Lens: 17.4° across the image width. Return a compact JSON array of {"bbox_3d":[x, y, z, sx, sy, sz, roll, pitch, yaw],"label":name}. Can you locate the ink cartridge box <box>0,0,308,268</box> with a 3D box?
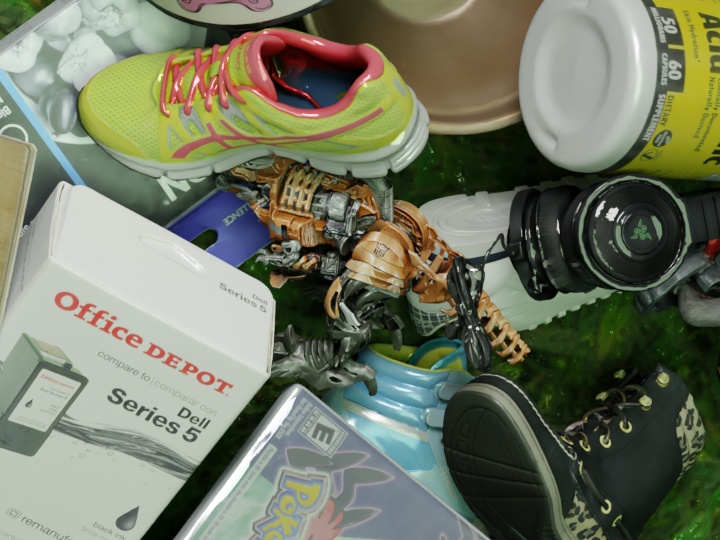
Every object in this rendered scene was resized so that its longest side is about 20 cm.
[{"bbox_3d":[-0.142,-0.062,1.389,0.198,0.043,0.200,-37,109,-6],"label":"ink cartridge box"}]

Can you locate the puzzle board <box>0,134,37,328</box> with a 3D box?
[{"bbox_3d":[-0.273,-0.020,1.311,0.200,0.017,0.151,17,99,27],"label":"puzzle board"}]

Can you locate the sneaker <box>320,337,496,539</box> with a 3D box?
[{"bbox_3d":[0.060,0.120,1.461,0.200,0.080,0.131,33,92,-19],"label":"sneaker"}]

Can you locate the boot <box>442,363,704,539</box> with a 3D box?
[{"bbox_3d":[0.134,0.102,1.441,0.154,0.073,0.204,-52,131,-30],"label":"boot"}]

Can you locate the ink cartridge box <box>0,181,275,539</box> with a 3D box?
[{"bbox_3d":[-0.161,0.070,1.348,0.145,0.084,0.200,29,119,-18],"label":"ink cartridge box"}]

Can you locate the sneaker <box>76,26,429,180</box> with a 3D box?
[{"bbox_3d":[-0.065,-0.103,1.303,0.200,0.090,0.078,0,64,12],"label":"sneaker"}]

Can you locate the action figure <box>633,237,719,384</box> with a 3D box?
[{"bbox_3d":[0.279,0.009,1.452,0.200,0.105,0.194,-37,145,-5],"label":"action figure"}]

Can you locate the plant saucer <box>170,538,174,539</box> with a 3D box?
[{"bbox_3d":[-0.073,0.253,1.415,0.200,0.200,0.029,34,131,-19],"label":"plant saucer"}]

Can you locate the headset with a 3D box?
[{"bbox_3d":[0.130,-0.005,1.337,0.200,0.123,0.094,-12,92,-36],"label":"headset"}]

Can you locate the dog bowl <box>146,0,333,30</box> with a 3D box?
[{"bbox_3d":[-0.062,-0.236,1.294,0.200,0.200,0.074,-46,147,-3],"label":"dog bowl"}]

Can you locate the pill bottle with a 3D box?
[{"bbox_3d":[0.200,-0.107,1.357,0.200,0.111,0.112,1,101,-34],"label":"pill bottle"}]

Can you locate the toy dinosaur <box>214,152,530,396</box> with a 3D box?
[{"bbox_3d":[0.000,0.000,1.366,0.102,0.200,0.136,-26,153,-41],"label":"toy dinosaur"}]

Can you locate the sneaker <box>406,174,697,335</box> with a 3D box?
[{"bbox_3d":[0.123,-0.006,1.466,0.200,0.076,0.081,-4,120,-14],"label":"sneaker"}]

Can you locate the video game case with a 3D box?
[{"bbox_3d":[-0.028,0.199,1.381,0.182,0.023,0.200,40,72,-10],"label":"video game case"}]

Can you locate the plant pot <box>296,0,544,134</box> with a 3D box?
[{"bbox_3d":[0.049,-0.184,1.391,0.200,0.093,0.201,-3,101,-14],"label":"plant pot"}]
